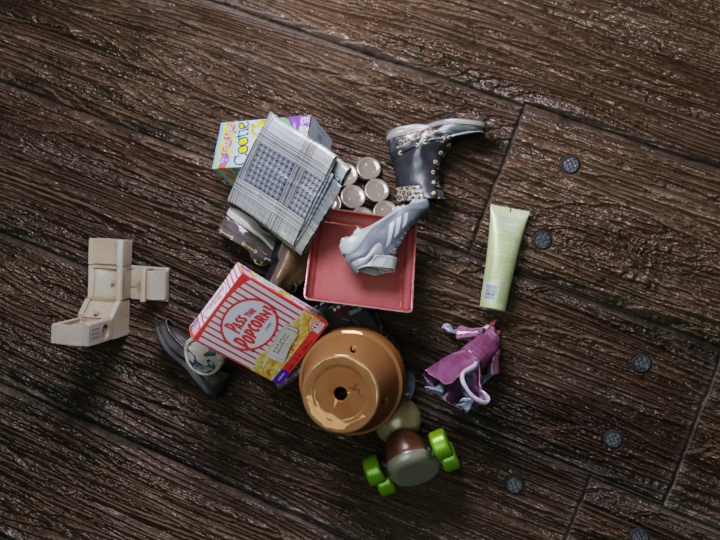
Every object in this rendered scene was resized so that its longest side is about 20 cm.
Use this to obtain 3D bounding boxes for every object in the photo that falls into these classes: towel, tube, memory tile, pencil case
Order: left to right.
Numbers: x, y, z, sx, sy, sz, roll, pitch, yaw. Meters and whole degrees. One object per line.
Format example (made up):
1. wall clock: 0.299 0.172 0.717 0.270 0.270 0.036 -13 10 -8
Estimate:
1. pencil case: -0.274 0.141 1.492 0.089 0.200 0.078 16 103 5
2. towel: -0.134 -0.157 1.393 0.199 0.035 0.193 35 105 17
3. memory tile: -0.006 -0.121 1.505 0.152 0.017 0.201 -17 75 -12
4. tube: 0.273 -0.023 1.480 0.052 0.058 0.202 7 86 52

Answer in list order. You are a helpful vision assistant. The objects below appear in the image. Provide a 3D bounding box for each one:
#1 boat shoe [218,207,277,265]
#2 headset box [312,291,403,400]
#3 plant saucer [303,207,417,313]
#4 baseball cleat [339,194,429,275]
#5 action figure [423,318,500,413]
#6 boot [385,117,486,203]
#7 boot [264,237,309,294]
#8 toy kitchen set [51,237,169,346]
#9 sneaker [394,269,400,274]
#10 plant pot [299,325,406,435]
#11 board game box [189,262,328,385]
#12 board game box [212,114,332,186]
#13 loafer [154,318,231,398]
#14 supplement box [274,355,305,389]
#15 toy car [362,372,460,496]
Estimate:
1. boat shoe: -0.202 -0.047 1.549 0.200 0.072 0.060 37 101 12
2. headset box: -0.017 0.147 1.487 0.148 0.075 0.201 -29 103 11
3. plant saucer: 0.001 -0.015 1.429 0.198 0.037 0.201 7 61 -4
4. baseball cleat: 0.059 -0.056 1.412 0.199 0.070 0.107 -29 83 -17
5. action figure: 0.208 0.158 1.436 0.134 0.149 0.200 42 64 -1
6. boot: 0.149 -0.212 1.487 0.198 0.073 0.152 -5 87 13
7. boot: -0.147 0.029 1.441 0.075 0.074 0.201 25 82 -21
8. toy kitchen set: -0.496 0.041 1.540 0.162 0.180 0.202 4 94 9
9. sneaker: 0.000 0.000 1.521 0.199 0.076 0.077 -2 51 18
10. plant pot: -0.025 0.206 1.369 0.198 0.140 0.202 1 93 10
11. board game box: -0.181 0.099 1.378 0.199 0.046 0.152 32 101 -29
12. board game box: -0.171 -0.226 1.494 0.199 0.105 0.104 0 71 23
13. loafer: -0.339 0.169 1.574 0.071 0.073 0.200 -42 91 1
14. supplement box: -0.166 0.123 1.518 0.085 0.110 0.201 -32 84 8
15. toy car: 0.078 0.305 1.485 0.163 0.158 0.201 -22 57 5
